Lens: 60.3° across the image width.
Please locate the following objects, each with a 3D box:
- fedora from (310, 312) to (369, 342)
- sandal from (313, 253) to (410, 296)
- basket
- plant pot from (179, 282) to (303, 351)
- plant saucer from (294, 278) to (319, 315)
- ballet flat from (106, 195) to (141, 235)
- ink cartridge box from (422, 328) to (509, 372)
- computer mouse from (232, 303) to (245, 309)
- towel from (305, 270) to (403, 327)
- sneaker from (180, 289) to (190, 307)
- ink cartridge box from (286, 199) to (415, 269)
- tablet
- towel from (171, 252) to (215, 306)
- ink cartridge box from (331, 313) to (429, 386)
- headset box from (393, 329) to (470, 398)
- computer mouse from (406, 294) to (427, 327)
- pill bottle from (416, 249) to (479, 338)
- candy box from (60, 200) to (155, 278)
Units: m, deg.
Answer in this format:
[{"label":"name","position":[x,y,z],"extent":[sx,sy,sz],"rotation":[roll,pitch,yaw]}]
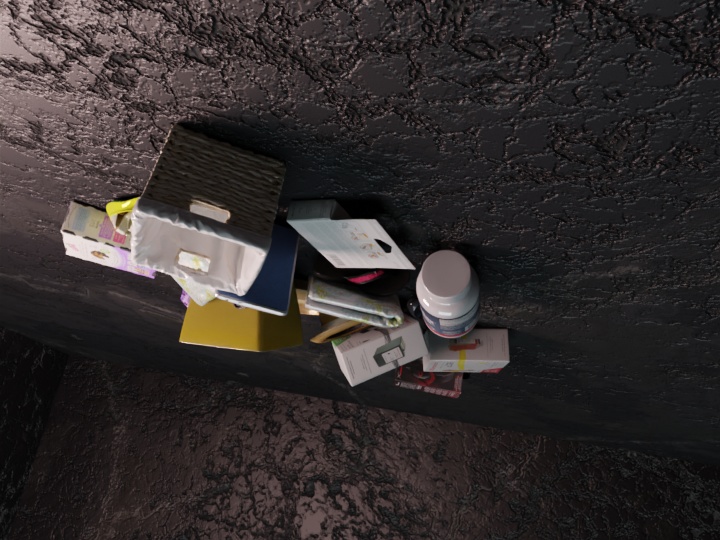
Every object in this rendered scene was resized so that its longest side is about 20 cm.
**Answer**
[{"label":"fedora","position":[-0.033,0.099,1.417],"extent":[0.197,0.083,0.201],"rotation":[-21,170,-4]},{"label":"sandal","position":[0.000,0.000,1.216],"extent":[0.196,0.076,0.045],"rotation":[12,146,10]},{"label":"basket","position":[-0.235,-0.087,0.955],"extent":[0.195,0.164,0.200],"rotation":[17,155,-15]},{"label":"plant pot","position":[-0.243,0.066,1.319],"extent":[0.196,0.181,0.199],"rotation":[3,179,20]},{"label":"plant saucer","position":[-0.153,0.059,1.504],"extent":[0.196,0.036,0.201],"rotation":[9,159,4]},{"label":"ballet flat","position":[-0.436,-0.102,1.183],"extent":[0.197,0.068,0.067],"rotation":[-6,152,40]},{"label":"ink cartridge box","position":[0.257,0.201,1.540],"extent":[0.195,0.085,0.146],"rotation":[1,161,0]},{"label":"computer mouse","position":[-0.262,-0.020,1.225],"extent":[0.200,0.110,0.044],"rotation":[42,-172,14]},{"label":"towel","position":[-0.014,0.058,1.262],"extent":[0.196,0.049,0.172],"rotation":[13,-164,-4]},{"label":"sneaker","position":[-0.373,0.077,1.429],"extent":[0.082,0.202,0.081],"rotation":[-15,137,-2]},{"label":"ink cartridge box","position":[-0.010,-0.061,1.093],"extent":[0.170,0.044,0.200],"rotation":[0,157,26]},{"label":"tablet","position":[-0.179,-0.014,1.101],"extent":[0.128,0.203,0.014],"rotation":[17,135,-14]},{"label":"towel","position":[-0.313,-0.022,1.151],"extent":[0.172,0.048,0.199],"rotation":[53,143,-10]},{"label":"ink cartridge box","position":[0.044,0.180,1.459],"extent":[0.197,0.086,0.146],"rotation":[-21,-171,-9]},{"label":"headset box","position":[0.195,0.244,1.640],"extent":[0.196,0.151,0.075],"rotation":[11,159,3]},{"label":"computer mouse","position":[0.150,0.091,1.426],"extent":[0.034,0.059,0.200],"rotation":[46,-179,28]},{"label":"pill bottle","position":[0.165,0.042,1.160],"extent":[0.117,0.122,0.201],"rotation":[6,159,14]},{"label":"candy box","position":[-0.531,-0.061,1.340],"extent":[0.197,0.073,0.167],"rotation":[17,159,-17]}]
